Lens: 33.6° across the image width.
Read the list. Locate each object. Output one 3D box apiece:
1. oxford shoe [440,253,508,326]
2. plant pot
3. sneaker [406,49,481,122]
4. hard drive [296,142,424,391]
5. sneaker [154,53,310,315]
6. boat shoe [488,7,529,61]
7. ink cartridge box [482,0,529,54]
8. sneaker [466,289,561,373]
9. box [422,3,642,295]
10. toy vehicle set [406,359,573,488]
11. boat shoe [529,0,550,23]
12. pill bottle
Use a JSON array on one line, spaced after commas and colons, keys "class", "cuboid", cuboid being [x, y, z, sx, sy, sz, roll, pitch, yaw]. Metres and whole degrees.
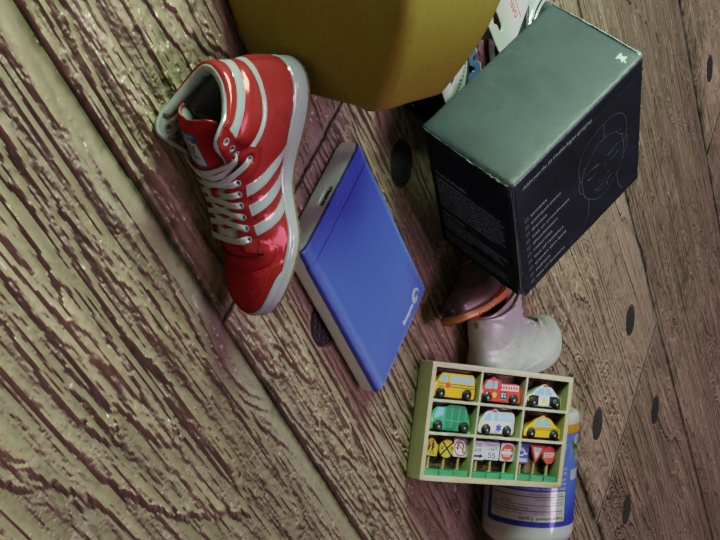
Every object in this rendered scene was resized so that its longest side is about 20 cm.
[{"class": "oxford shoe", "cuboid": [0.128, -0.006, 1.317, 0.073, 0.071, 0.200, 61, 35, -15]}, {"class": "plant pot", "cuboid": [0.006, -0.240, 0.940, 0.195, 0.192, 0.203, -28, 130, -56]}, {"class": "sneaker", "cuboid": [0.062, -0.226, 1.135, 0.115, 0.080, 0.201, -53, 139, -46]}, {"class": "hard drive", "cuboid": [0.000, 0.000, 1.116, 0.133, 0.025, 0.201, -64, 144, -33]}, {"class": "sneaker", "cuboid": [-0.099, -0.061, 0.890, 0.112, 0.071, 0.203, -9, 108, -53]}, {"class": "boat shoe", "cuboid": [0.180, -0.224, 1.364, 0.075, 0.060, 0.203, 3, 92, -60]}, {"class": "ink cartridge box", "cuboid": [0.138, -0.328, 1.265, 0.116, 0.067, 0.202, 56, 47, -48]}, {"class": "sneaker", "cuboid": [0.185, 0.061, 1.405, 0.199, 0.073, 0.117, -30, 123, -54]}, {"class": "box", "cuboid": [0.180, -0.119, 1.216, 0.200, 0.124, 0.197, -44, 152, -17]}, {"class": "toy vehicle set", "cuboid": [0.144, 0.170, 1.304, 0.198, 0.026, 0.126, 9, 86, -32]}, {"class": "boat shoe", "cuboid": [0.220, -0.227, 1.424, 0.072, 0.070, 0.203, 6, 89, -60]}, {"class": "pill bottle", "cuboid": [0.202, 0.262, 1.426, 0.112, 0.111, 0.203, -4, 98, -60]}]
